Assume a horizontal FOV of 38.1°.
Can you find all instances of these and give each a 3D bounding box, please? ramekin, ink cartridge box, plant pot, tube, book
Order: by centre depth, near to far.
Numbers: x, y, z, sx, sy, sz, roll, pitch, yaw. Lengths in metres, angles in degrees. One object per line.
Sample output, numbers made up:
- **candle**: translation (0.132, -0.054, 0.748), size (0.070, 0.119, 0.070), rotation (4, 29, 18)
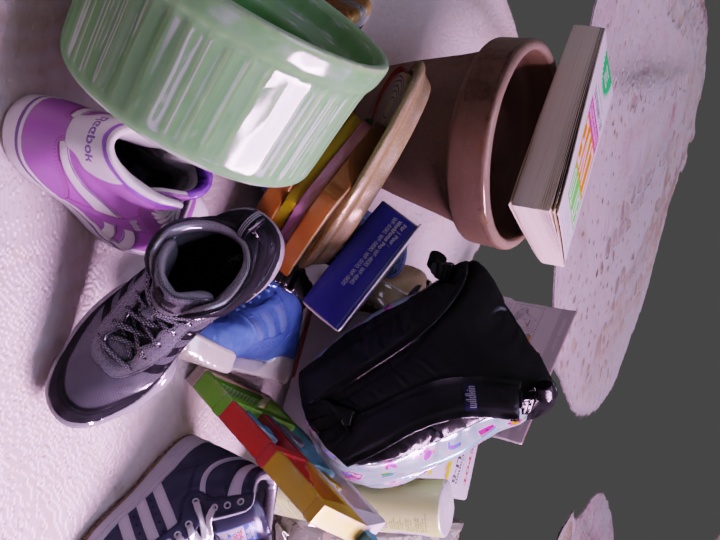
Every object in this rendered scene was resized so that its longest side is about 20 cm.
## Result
- **ramekin**: translation (-0.090, -0.140, 0.658), size (0.098, 0.200, 0.199), rotation (-57, 159, 19)
- **ink cartridge box**: translation (0.000, 0.000, 0.824), size (0.100, 0.039, 0.200), rotation (-51, 179, -4)
- **tube**: translation (-0.016, 0.210, 0.953), size (0.052, 0.198, 0.059), rotation (-39, 124, -65)
- **plant pot**: translation (0.084, -0.134, 1.027), size (0.200, 0.173, 0.202), rotation (-37, 133, -53)
- **book**: translation (0.208, -0.122, 1.042), size (0.134, 0.048, 0.202), rotation (52, 54, -61)
- **ink cartridge box**: translation (0.032, 0.140, 1.068), size (0.200, 0.143, 0.147), rotation (39, 62, -62)
- **ink cartridge box**: translation (0.149, 0.118, 1.259), size (0.201, 0.175, 0.045), rotation (-59, 148, -32)

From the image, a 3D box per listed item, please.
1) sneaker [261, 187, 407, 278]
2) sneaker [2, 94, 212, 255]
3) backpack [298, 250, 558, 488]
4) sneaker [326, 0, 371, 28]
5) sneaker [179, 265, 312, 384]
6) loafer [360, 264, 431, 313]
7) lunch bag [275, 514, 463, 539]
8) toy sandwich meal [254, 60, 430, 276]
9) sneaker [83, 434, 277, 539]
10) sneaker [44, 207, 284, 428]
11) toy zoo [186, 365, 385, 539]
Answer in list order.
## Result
- **sneaker**: translation (-0.043, -0.055, 0.940), size (0.200, 0.077, 0.071), rotation (44, 63, -35)
- **sneaker**: translation (-0.135, -0.049, 0.701), size (0.200, 0.113, 0.073), rotation (32, 71, -63)
- **backpack**: translation (0.048, 0.102, 0.890), size (0.199, 0.168, 0.127), rotation (-28, 149, -6)
- **sneaker**: translation (-0.061, -0.174, 0.862), size (0.200, 0.075, 0.088), rotation (-46, 156, -43)
- **sneaker**: translation (-0.100, 0.024, 0.839), size (0.200, 0.076, 0.112), rotation (25, 79, -63)
- **loafer**: translation (0.028, 0.022, 1.104), size (0.200, 0.075, 0.068), rotation (28, 75, -73)
- **lunch bag**: translation (-0.015, 0.316, 1.077), size (0.198, 0.117, 0.166), rotation (8, 98, -33)
- **toy sandwich meal**: translation (-0.020, -0.086, 0.809), size (0.206, 0.070, 0.205), rotation (-58, -173, 12)
- **sneaker**: translation (-0.141, 0.215, 0.804), size (0.200, 0.108, 0.071), rotation (-53, 144, -40)
- **sneaker**: translation (-0.135, 0.026, 0.683), size (0.200, 0.076, 0.114), rotation (-42, 177, -5)
- **toy zoo**: translation (-0.051, 0.162, 0.870), size (0.020, 0.200, 0.131), rotation (-48, 150, 1)
